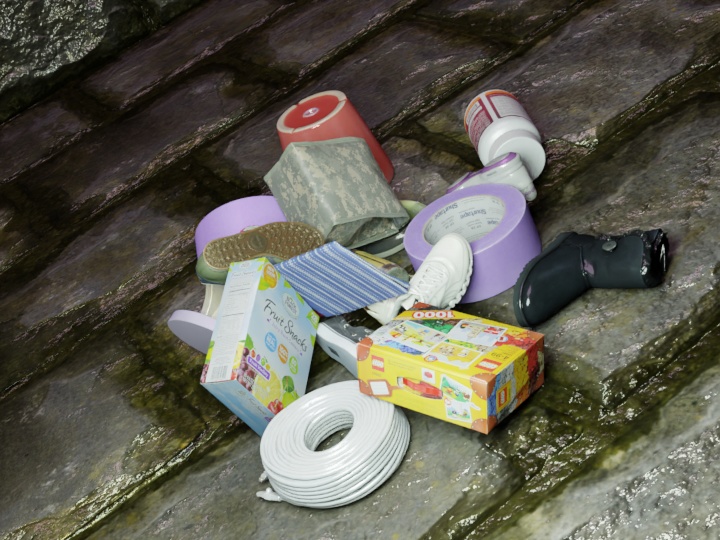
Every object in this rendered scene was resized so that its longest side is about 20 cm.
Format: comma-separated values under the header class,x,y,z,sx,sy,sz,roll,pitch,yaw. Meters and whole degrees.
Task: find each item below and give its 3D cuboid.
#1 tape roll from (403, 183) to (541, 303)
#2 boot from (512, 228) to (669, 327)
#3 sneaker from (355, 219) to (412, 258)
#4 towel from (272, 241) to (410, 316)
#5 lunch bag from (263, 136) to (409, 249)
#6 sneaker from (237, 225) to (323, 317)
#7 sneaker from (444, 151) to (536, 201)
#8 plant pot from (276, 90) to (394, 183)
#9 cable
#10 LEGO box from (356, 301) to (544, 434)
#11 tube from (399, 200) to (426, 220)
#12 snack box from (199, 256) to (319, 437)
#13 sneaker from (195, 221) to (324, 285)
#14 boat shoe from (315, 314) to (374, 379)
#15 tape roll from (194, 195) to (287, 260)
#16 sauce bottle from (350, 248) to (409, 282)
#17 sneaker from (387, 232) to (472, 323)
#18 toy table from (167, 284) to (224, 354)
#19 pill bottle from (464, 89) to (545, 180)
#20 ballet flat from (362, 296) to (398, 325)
class,x,y,z,sx,sy,sz,roll,pitch,yaw
tape roll,0.173,-0.044,1.718,0.199,0.085,0.200,-18,32,12
boot,0.322,0.006,1.534,0.168,0.077,0.200,-1,33,42
sneaker,-0.006,-0.078,1.880,0.199,0.106,0.075,-9,34,27
towel,-0.041,0.013,1.596,0.200,0.145,0.024,-19,47,51
lunch bag,-0.029,-0.124,1.801,0.200,0.164,0.118,-12,-25,-42
sneaker,-0.122,0.001,1.755,0.081,0.200,0.075,-51,32,-2
sneaker,0.208,-0.120,1.821,0.075,0.100,0.200,-42,10,-32
plant pot,-0.058,-0.225,2.074,0.200,0.178,0.201,-19,30,12
cable,-0.035,0.227,1.475,0.199,0.069,0.200,4,42,40
LEGO box,0.118,0.122,1.445,0.199,0.077,0.149,14,29,35
tube,0.036,-0.100,1.931,0.199,0.052,0.058,-5,28,34
snack box,-0.139,0.110,1.583,0.067,0.169,0.201,-10,53,26
sneaker,-0.159,-0.021,1.676,0.200,0.067,0.090,-11,-19,-32
boat shoe,-0.004,0.111,1.639,0.066,0.070,0.200,-36,24,-14
tape roll,-0.173,-0.040,1.850,0.199,0.200,0.066,-20,58,10
sauce bottle,0.000,0.000,1.800,0.065,0.065,0.200,-38,31,-19
sneaker,0.095,0.035,1.585,0.075,0.081,0.201,27,86,25
toy table,-0.209,0.068,1.761,0.200,0.184,0.117,15,64,40
pill bottle,0.250,-0.228,1.914,0.109,0.110,0.200,-23,31,6
ballet flat,0.016,0.041,1.677,0.200,0.069,0.063,33,23,35
